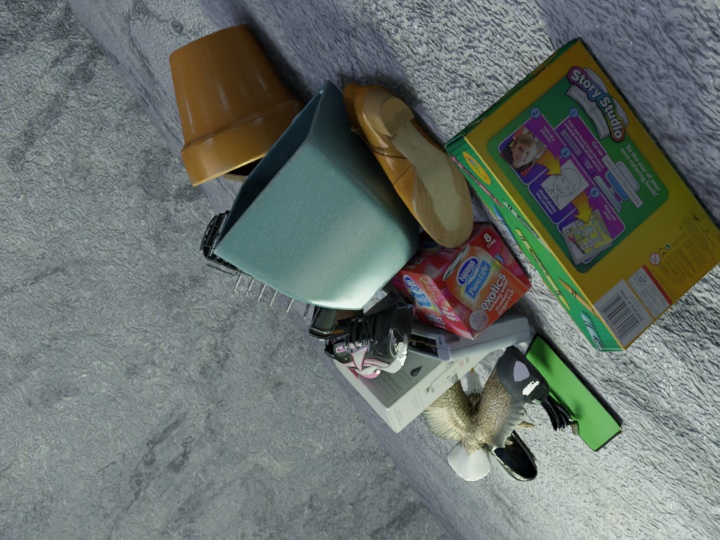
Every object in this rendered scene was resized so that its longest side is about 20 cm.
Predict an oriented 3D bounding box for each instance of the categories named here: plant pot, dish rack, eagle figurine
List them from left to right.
[{"bbox_3d":[-0.187,-0.246,1.570,0.186,0.197,0.200,68,167,-7],"label":"plant pot"},{"bbox_3d":[-0.113,-0.003,1.399,0.197,0.055,0.154,22,-152,-7],"label":"dish rack"},{"bbox_3d":[-0.033,-0.072,1.332,0.199,0.196,0.197,37,-154,-14],"label":"plant pot"},{"bbox_3d":[0.171,0.207,1.637,0.152,0.151,0.201,53,174,28],"label":"eagle figurine"}]

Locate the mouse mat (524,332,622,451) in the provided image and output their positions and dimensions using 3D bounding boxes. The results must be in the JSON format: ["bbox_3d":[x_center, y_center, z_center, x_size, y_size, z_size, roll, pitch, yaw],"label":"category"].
[{"bbox_3d":[0.273,0.164,1.425,0.161,0.007,0.200,50,169,14],"label":"mouse mat"}]

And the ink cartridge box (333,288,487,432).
[{"bbox_3d":[0.075,0.105,1.550,0.146,0.199,0.083,43,166,32],"label":"ink cartridge box"}]

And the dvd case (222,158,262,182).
[{"bbox_3d":[-0.120,-0.163,1.626,0.016,0.147,0.200,71,165,-12],"label":"dvd case"}]

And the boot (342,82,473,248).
[{"bbox_3d":[0.053,-0.128,1.250,0.203,0.070,0.144,59,173,-21],"label":"boot"}]

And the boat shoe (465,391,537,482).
[{"bbox_3d":[0.235,0.284,1.857,0.200,0.069,0.056,48,162,-13],"label":"boat shoe"}]

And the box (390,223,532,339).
[{"bbox_3d":[0.112,0.007,1.325,0.096,0.099,0.200,54,170,-12],"label":"box"}]

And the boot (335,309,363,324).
[{"bbox_3d":[0.000,0.000,1.560,0.154,0.072,0.204,10,-117,-52],"label":"boot"}]

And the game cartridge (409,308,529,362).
[{"bbox_3d":[0.131,0.078,1.398,0.200,0.131,0.041,-172,66,-70],"label":"game cartridge"}]

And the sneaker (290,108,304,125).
[{"bbox_3d":[-0.012,-0.123,1.444,0.147,0.076,0.203,57,-175,37],"label":"sneaker"}]

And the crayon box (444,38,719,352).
[{"bbox_3d":[0.171,-0.054,0.815,0.201,0.118,0.058,52,169,-3],"label":"crayon box"}]

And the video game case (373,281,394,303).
[{"bbox_3d":[0.086,0.074,1.742,0.199,0.026,0.180,39,173,-14],"label":"video game case"}]

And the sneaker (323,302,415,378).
[{"bbox_3d":[0.005,0.092,1.402,0.085,0.082,0.200,16,153,-15],"label":"sneaker"}]

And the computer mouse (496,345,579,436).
[{"bbox_3d":[0.227,0.166,1.401,0.141,0.046,0.200,49,-179,13],"label":"computer mouse"}]
